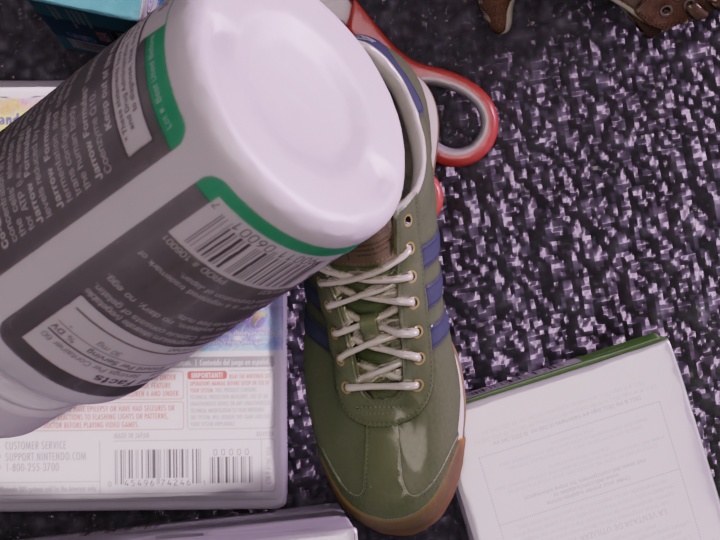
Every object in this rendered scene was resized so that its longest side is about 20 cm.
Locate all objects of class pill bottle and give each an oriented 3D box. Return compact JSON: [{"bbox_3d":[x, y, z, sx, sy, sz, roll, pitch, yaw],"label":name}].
[{"bbox_3d":[-0.088,-0.019,0.829,0.199,0.113,0.114,-32,91,34],"label":"pill bottle"}]

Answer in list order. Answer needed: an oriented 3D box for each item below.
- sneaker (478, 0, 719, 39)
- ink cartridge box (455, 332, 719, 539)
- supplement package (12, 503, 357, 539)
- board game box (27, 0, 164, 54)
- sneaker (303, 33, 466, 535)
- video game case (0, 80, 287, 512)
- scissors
[{"bbox_3d":[0.143,-0.138,0.938,0.198,0.070,0.076,1,106,3],"label":"sneaker"},{"bbox_3d":[0.107,0.138,0.926,0.103,0.059,0.201,-17,89,-1],"label":"ink cartridge box"},{"bbox_3d":[-0.097,0.162,0.868,0.198,0.156,0.112,-6,87,-3],"label":"supplement package"},{"bbox_3d":[-0.085,-0.192,0.876,0.047,0.151,0.202,11,89,-2],"label":"board game box"},{"bbox_3d":[0.000,0.000,0.873,0.067,0.090,0.202,-5,74,12],"label":"sneaker"},{"bbox_3d":[-0.131,0.011,0.936,0.198,0.024,0.184,0,89,-2],"label":"video game case"},{"bbox_3d":[-0.018,-0.111,0.946,0.073,0.014,0.200,-38,93,-1],"label":"scissors"}]
